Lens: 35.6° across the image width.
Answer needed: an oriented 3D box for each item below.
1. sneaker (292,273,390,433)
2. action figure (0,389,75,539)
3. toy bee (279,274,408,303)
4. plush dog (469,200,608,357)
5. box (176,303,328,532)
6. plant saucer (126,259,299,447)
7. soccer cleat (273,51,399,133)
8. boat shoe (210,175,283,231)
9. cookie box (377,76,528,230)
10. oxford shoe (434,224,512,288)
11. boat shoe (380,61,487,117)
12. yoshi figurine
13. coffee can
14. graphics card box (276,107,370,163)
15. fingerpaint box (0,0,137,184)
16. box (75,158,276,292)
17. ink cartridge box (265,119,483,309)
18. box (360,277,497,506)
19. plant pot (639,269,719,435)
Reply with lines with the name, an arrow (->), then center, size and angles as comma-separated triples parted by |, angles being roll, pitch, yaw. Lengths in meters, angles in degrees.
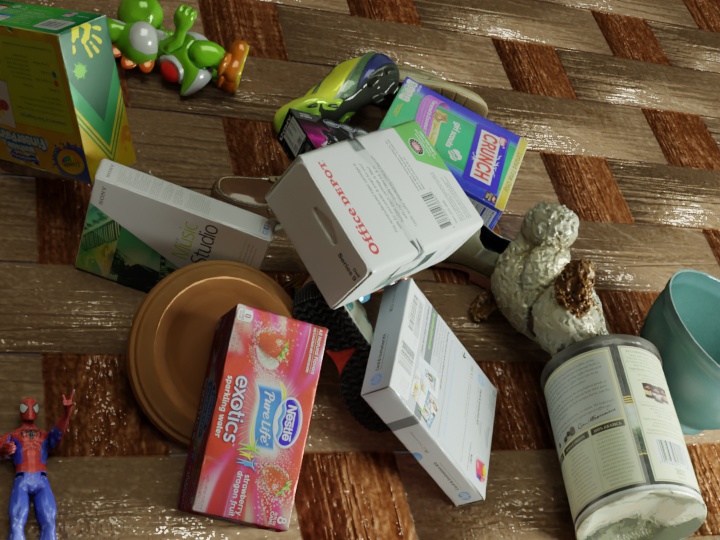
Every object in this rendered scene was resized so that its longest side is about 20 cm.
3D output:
sneaker -> -0.002, 0.080, 1.239 | 0.201, 0.070, 0.094 | 59, 22, -19
action figure -> -0.298, 0.191, 1.029 | 0.064, 0.100, 0.202 | 3, 48, -24
toy bee -> 0.000, 0.000, 1.310 | 0.200, 0.108, 0.132 | -44, 112, -24
plush dog -> 0.234, 0.044, 1.363 | 0.159, 0.202, 0.172 | -30, 37, -9
box -> -0.106, 0.145, 1.100 | 0.098, 0.095, 0.204 | 16, 75, -16
plant saucer -> -0.143, 0.087, 1.168 | 0.197, 0.037, 0.204 | 4, 78, -20
soccer cleat -> -0.038, -0.239, 1.534 | 0.198, 0.065, 0.084 | -29, 45, -17
boat shoe -> -0.086, -0.092, 1.390 | 0.197, 0.072, 0.077 | 9, 48, -19
cookie box -> 0.115, -0.153, 1.537 | 0.198, 0.076, 0.172 | 28, 44, -1
oxford shoe -> 0.123, -0.044, 1.446 | 0.197, 0.074, 0.071 | 20, 45, -9
boat shoe -> 0.093, -0.265, 1.627 | 0.197, 0.072, 0.065 | 16, 47, -10
yoshi figurine -> -0.247, -0.313, 1.492 | 0.197, 0.114, 0.113 | 16, 30, -9
coffee can -> 0.293, 0.197, 1.267 | 0.144, 0.147, 0.202 | 9, 48, -18
graphics card box -> -0.015, -0.120, 1.369 | 0.124, 0.051, 0.201 | 11, 28, -30
fingerpaint box -> -0.350, -0.201, 1.238 | 0.198, 0.169, 0.073 | 15, 35, 36
box -> -0.205, -0.028, 1.227 | 0.197, 0.145, 0.037 | 20, 44, -7
ink cartridge box -> 0.016, -0.064, 1.203 | 0.199, 0.084, 0.147 | -22, 75, -45
box -> 0.080, 0.133, 1.220 | 0.200, 0.041, 0.157 | 50, 36, -31
plant pot -> 0.423, 0.118, 1.395 | 0.198, 0.135, 0.202 | 24, 37, -19
